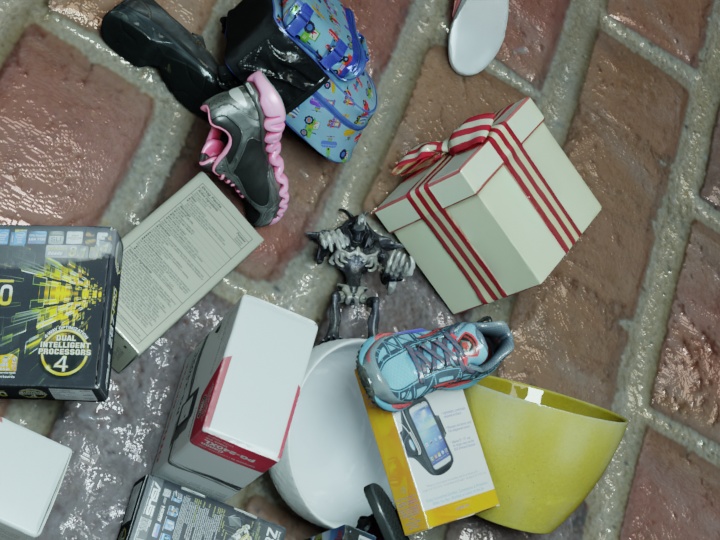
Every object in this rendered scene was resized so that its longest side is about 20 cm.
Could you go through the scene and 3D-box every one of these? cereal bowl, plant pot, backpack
[{"bbox_3d":[-0.028,0.171,1.381,0.199,0.083,0.202,3,85,-44],"label":"cereal bowl"},{"bbox_3d":[0.181,0.207,1.457,0.199,0.200,0.143,14,92,-24],"label":"plant pot"},{"bbox_3d":[-0.053,-0.228,1.489,0.200,0.134,0.183,41,22,-25],"label":"backpack"}]

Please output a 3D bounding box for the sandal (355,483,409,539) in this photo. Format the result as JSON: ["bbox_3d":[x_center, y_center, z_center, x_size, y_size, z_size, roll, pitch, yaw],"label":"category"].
[{"bbox_3d":[0.028,0.287,1.341,0.048,0.201,0.076,-22,49,1],"label":"sandal"}]

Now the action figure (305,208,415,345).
[{"bbox_3d":[0.000,0.000,1.468,0.118,0.102,0.201,9,59,-15],"label":"action figure"}]

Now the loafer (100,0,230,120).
[{"bbox_3d":[-0.193,-0.240,1.483,0.200,0.073,0.073,40,52,-11],"label":"loafer"}]

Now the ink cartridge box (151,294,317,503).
[{"bbox_3d":[-0.128,0.133,1.289,0.083,0.200,0.146,22,61,-15],"label":"ink cartridge box"}]

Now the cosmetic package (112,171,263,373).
[{"bbox_3d":[-0.208,0.000,1.373,0.104,0.073,0.200,48,55,-3],"label":"cosmetic package"}]

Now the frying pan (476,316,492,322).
[{"bbox_3d":[0.076,0.102,1.515,0.115,0.031,0.191,35,54,-15],"label":"frying pan"}]

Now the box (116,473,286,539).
[{"bbox_3d":[-0.171,0.320,1.279,0.160,0.049,0.201,23,61,-17],"label":"box"}]

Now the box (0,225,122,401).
[{"bbox_3d":[-0.332,0.039,1.245,0.198,0.049,0.163,2,66,2],"label":"box"}]

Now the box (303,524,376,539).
[{"bbox_3d":[-0.053,0.358,1.275,0.037,0.136,0.201,26,60,-20],"label":"box"}]

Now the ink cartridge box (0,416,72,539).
[{"bbox_3d":[-0.355,0.188,1.138,0.145,0.200,0.083,28,56,-17],"label":"ink cartridge box"}]

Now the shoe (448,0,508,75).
[{"bbox_3d":[0.154,-0.353,1.724,0.071,0.091,0.202,13,93,-11],"label":"shoe"}]

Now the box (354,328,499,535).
[{"bbox_3d":[0.066,0.163,1.363,0.119,0.041,0.201,-5,72,-46],"label":"box"}]

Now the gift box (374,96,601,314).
[{"bbox_3d":[0.147,-0.088,1.549,0.187,0.184,0.200,52,47,-13],"label":"gift box"}]

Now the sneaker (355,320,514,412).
[{"bbox_3d":[0.079,0.081,1.316,0.199,0.095,0.080,-12,75,-48],"label":"sneaker"}]

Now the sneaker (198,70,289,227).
[{"bbox_3d":[-0.131,-0.120,1.411,0.095,0.201,0.079,-24,50,-20],"label":"sneaker"}]
